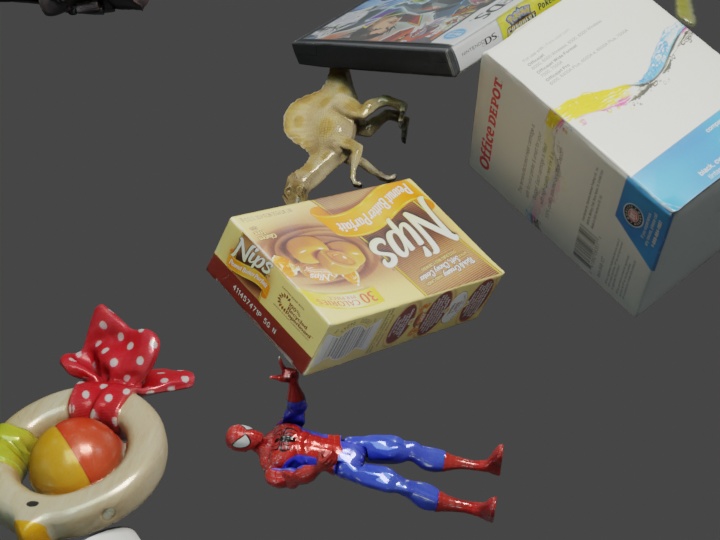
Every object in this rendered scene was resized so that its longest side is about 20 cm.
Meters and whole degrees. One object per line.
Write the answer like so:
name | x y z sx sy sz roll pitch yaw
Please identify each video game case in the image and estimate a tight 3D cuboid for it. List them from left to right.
video game case | 0.070 -0.215 1.244 0.181 0.026 0.200 -36 29 -29

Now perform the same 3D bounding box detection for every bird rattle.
bird rattle | -0.198 0.123 1.042 0.200 0.113 0.163 -18 40 -24

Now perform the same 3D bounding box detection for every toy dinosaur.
toy dinosaur | -0.012 -0.129 1.241 0.101 0.058 0.200 9 57 6

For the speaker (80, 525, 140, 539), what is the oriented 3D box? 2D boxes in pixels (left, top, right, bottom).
speaker | -0.129 0.267 0.967 0.081 0.081 0.200 -30 62 -19

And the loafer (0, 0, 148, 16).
loafer | -0.278 -0.245 1.311 0.200 0.072 0.063 14 77 14

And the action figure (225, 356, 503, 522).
action figure | 0.000 0.122 1.059 0.200 0.099 0.065 7 57 6

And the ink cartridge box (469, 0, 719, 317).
ink cartridge box | 0.205 -0.102 1.177 0.145 0.147 0.200 -35 65 -22

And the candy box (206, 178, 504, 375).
candy box | 0.000 0.000 1.107 0.200 0.055 0.115 -14 53 -47
